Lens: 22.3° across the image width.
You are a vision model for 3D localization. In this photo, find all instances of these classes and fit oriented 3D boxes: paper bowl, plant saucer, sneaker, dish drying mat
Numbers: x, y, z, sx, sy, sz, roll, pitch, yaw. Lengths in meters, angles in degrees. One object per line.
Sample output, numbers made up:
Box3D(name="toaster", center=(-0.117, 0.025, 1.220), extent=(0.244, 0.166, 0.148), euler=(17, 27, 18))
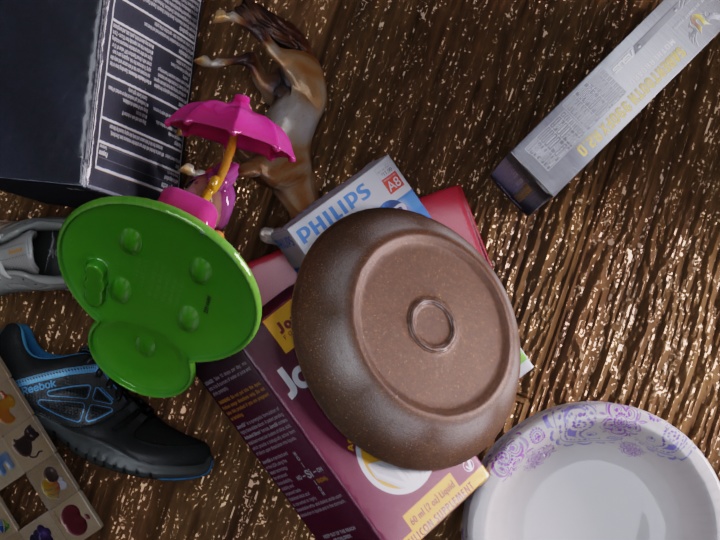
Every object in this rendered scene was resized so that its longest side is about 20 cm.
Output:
Box3D(name="paper bowl", center=(0.178, 0.201, 1.406), extent=(0.200, 0.104, 0.202), euler=(0, 86, -2))
Box3D(name="plant saucer", center=(0.044, 0.044, 1.329), extent=(0.200, 0.037, 0.201), euler=(12, 67, -30))
Box3D(name="sneaker", center=(-0.277, -0.012, 1.413), extent=(0.199, 0.092, 0.076), euler=(-9, 86, -2))
Box3D(name="sneaker", center=(-0.204, 0.105, 1.417), extent=(0.199, 0.073, 0.082), euler=(20, 88, 0))
Box3D(name="dish drying mat", center=(0.000, 0.000, 1.457), extent=(0.199, 0.018, 0.077), euler=(-21, 88, -2))

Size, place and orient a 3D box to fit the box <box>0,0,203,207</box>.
Box3D(name="box", center=(-0.210, -0.151, 1.359), extent=(0.123, 0.200, 0.199), euler=(5, 86, 14))

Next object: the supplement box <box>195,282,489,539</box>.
Box3D(name="supplement box", center=(-0.015, 0.111, 1.344), extent=(0.110, 0.086, 0.200), euler=(-39, 95, -32))

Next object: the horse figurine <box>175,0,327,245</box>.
Box3D(name="horse figurine", center=(-0.074, -0.122, 1.432), extent=(0.132, 0.050, 0.201), euler=(19, 68, -25))

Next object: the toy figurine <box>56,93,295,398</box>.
Box3D(name="toy figurine", center=(-0.115, -0.035, 1.311), extent=(0.150, 0.200, 0.184), euler=(22, 48, 4))

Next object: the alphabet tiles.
Box3D(name="alphabet tiles", center=(-0.309, 0.151, 1.409), extent=(0.167, 0.008, 0.200), euler=(-34, 86, 24))

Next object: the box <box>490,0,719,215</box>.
Box3D(name="box", center=(0.191, -0.133, 1.398), extent=(0.200, 0.158, 0.048), euler=(-45, 89, -4))

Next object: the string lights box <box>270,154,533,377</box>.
Box3D(name="string lights box", center=(0.032, 0.023, 1.409), extent=(0.103, 0.059, 0.200), euler=(-37, 97, -14))
